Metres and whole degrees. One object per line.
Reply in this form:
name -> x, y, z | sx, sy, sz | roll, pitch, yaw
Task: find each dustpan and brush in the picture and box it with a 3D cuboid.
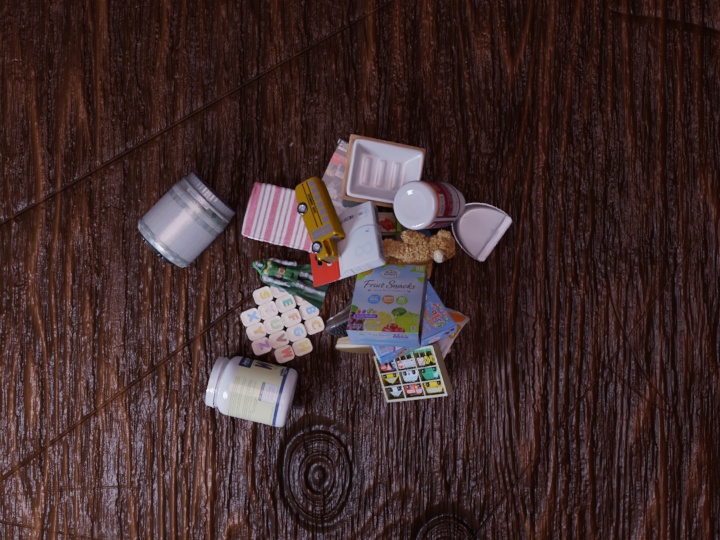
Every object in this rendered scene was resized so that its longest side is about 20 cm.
dustpan and brush -> 0.266, -0.133, 1.599 | 0.200, 0.057, 0.140 | 33, 99, -7

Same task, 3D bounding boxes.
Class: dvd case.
dvd case -> -0.030, -0.217, 1.606 | 0.145, 0.022, 0.201 | 25, 88, -1

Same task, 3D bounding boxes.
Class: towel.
towel -> -0.193, -0.136, 1.589 | 0.199, 0.030, 0.147 | 14, 87, 6

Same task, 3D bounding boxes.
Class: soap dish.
soap dish -> 0.053, -0.240, 1.553 | 0.199, 0.081, 0.158 | 8, 94, -17

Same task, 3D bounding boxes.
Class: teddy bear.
teddy bear -> 0.134, -0.038, 1.526 | 0.199, 0.067, 0.146 | 6, 117, 1

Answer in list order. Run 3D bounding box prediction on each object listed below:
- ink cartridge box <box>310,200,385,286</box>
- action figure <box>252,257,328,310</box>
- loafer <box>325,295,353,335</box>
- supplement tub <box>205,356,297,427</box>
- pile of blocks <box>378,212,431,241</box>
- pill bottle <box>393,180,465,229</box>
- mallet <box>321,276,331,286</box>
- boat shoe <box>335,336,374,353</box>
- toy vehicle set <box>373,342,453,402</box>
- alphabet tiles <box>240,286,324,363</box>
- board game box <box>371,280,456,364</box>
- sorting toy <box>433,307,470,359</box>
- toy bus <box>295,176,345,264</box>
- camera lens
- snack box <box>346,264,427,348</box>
ink cartridge box -> -0.044, -0.064, 1.531 | 0.199, 0.047, 0.161 | -18, 63, 19
action figure -> -0.178, 0.014, 1.579 | 0.199, 0.055, 0.119 | 17, 66, -1
loafer -> -0.003, 0.096, 1.588 | 0.199, 0.073, 0.071 | -29, 57, -1
supplement tub -> -0.265, 0.294, 1.536 | 0.199, 0.145, 0.146 | 13, 89, -1
pile of blocks -> 0.129, -0.099, 1.576 | 0.199, 0.062, 0.082 | 25, 75, -8
pill bottle -> 0.173, -0.157, 1.498 | 0.112, 0.200, 0.114 | 4, 97, 32
mallet -> 0.000, 0.000, 1.578 | 0.199, 0.041, 0.066 | -31, 94, -13
boat shoe -> 0.032, 0.165, 1.568 | 0.199, 0.074, 0.070 | -9, 69, 21
toy vehicle set -> 0.126, 0.253, 1.536 | 0.199, 0.026, 0.125 | -18, 89, 44
alphabet tiles -> -0.200, 0.131, 1.604 | 0.195, 0.015, 0.201 | -20, 89, -1
board game box -> 0.108, 0.122, 1.503 | 0.199, 0.037, 0.152 | -22, 52, -9
sorting toy -> 0.148, 0.164, 1.581 | 0.179, 0.107, 0.201 | 28, 89, 19
toy bus -> -0.095, -0.120, 1.512 | 0.078, 0.065, 0.201 | -26, 72, 14
camera lens -> -0.427, -0.120, 1.529 | 0.160, 0.160, 0.200 | 45, 89, 0
snack box -> 0.067, 0.079, 1.475 | 0.168, 0.068, 0.201 | 1, 49, 12
